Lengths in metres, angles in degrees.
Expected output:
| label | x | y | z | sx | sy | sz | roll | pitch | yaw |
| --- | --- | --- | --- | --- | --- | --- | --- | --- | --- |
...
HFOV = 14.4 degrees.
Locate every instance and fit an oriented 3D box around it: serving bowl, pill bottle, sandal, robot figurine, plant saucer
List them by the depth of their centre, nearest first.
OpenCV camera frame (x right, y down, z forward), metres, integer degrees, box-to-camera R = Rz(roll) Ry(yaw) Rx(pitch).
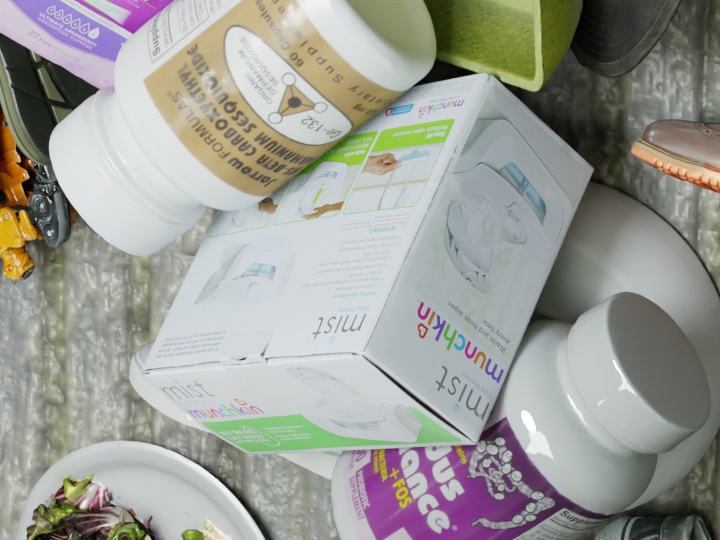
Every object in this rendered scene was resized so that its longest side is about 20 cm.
| label | x | y | z | sx | sy | sz | roll | pitch | yaw |
| --- | --- | --- | --- | --- | --- | --- | --- | --- | --- |
| plant saucer | 0.059 | -0.211 | 1.508 | 0.200 | 0.048 | 0.201 | 26 | 123 | 58 |
| pill bottle | 0.087 | 0.095 | 1.521 | 0.200 | 0.112 | 0.112 | -37 | 87 | 32 |
| pill bottle | -0.067 | -0.098 | 1.525 | 0.200 | 0.114 | 0.115 | -36 | 88 | 24 |
| serving bowl | 0.105 | 0.051 | 1.601 | 0.199 | 0.066 | 0.201 | 9 | 109 | 25 |
| sandal | -0.202 | -0.160 | 1.669 | 0.057 | 0.079 | 0.202 | 1 | 100 | 59 |
| robot figurine | -0.239 | -0.089 | 1.736 | 0.145 | 0.058 | 0.201 | -19 | 96 | 42 |

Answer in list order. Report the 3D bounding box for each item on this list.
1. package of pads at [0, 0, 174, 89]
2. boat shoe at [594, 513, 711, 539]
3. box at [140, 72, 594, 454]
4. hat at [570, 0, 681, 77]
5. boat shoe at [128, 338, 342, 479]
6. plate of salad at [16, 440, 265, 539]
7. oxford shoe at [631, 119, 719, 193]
| label | x | y | z | sx | sy | sz | roll | pitch | yaw |
| --- | --- | --- | --- | --- | --- | --- | --- | --- | --- |
| package of pads | -0.152 | -0.178 | 1.584 | 0.199 | 0.076 | 0.121 | 30 | 124 | -20 |
| boat shoe | 0.190 | 0.234 | 1.611 | 0.071 | 0.072 | 0.201 | -15 | 97 | 35 |
| box | 0.000 | 0.000 | 1.532 | 0.097 | 0.177 | 0.200 | 38 | 153 | -30 |
| hat | 0.149 | -0.205 | 1.477 | 0.200 | 0.081 | 0.202 | 34 | 129 | 54 |
| boat shoe | -0.053 | 0.066 | 1.677 | 0.199 | 0.072 | 0.069 | 22 | 112 | 37 |
| plate of salad | -0.138 | 0.205 | 1.792 | 0.199 | 0.048 | 0.201 | 9 | 111 | 25 |
| oxford shoe | 0.241 | -0.068 | 1.498 | 0.199 | 0.071 | 0.073 | 8 | 90 | 21 |
